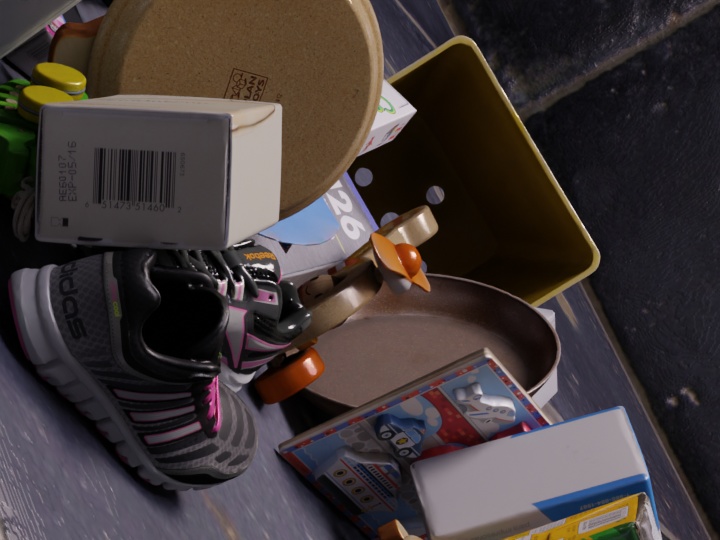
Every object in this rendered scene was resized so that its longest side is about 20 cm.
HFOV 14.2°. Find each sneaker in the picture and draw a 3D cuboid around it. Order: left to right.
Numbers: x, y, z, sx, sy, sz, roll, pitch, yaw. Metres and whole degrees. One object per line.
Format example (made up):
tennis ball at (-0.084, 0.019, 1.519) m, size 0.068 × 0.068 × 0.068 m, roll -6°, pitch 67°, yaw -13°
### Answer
sneaker at (-0.095, 0.050, 1.491) m, size 0.200 × 0.087 × 0.074 m, roll 47°, pitch 31°, yaw -47°
sneaker at (-0.092, 0.007, 1.673) m, size 0.081 × 0.086 × 0.200 m, roll 61°, pitch 11°, yaw 22°

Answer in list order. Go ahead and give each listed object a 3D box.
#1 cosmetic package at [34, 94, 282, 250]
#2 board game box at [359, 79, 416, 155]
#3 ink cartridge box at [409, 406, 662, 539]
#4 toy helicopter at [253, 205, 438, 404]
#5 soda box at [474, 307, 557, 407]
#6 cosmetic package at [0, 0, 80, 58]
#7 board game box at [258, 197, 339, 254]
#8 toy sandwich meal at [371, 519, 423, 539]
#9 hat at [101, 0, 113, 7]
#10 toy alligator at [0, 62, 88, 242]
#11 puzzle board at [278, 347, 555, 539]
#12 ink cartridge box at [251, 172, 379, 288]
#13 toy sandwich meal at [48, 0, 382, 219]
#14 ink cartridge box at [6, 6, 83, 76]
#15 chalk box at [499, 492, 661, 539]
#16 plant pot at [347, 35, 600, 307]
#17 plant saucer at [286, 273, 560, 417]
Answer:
cosmetic package at (-0.104, -0.054, 1.539) m, size 0.200 × 0.103 × 0.074 m, roll -50°, pitch 143°, yaw -83°
board game box at (-0.050, -0.124, 1.941) m, size 0.126 × 0.035 × 0.200 m, roll 44°, pitch 24°, yaw 7°
ink cartridge box at (0.126, 0.204, 1.869) m, size 0.084 × 0.145 × 0.201 m, roll -108°, pitch -178°, yaw -56°
toy helicopter at (0.000, 0.000, 1.877) m, size 0.079 × 0.132 × 0.200 m, roll 58°, pitch 37°, yaw -6°
soda box at (0.070, 0.092, 2.016) m, size 0.200 × 0.063 × 0.068 m, roll -42°, pitch 135°, yaw -53°
cosmetic package at (-0.182, -0.242, 1.629) m, size 0.168 × 0.166 × 0.200 m, roll 54°, pitch 19°, yaw -11°
board game box at (-0.105, -0.076, 1.874) m, size 0.158 × 0.039 × 0.200 m, roll 15°, pitch 34°, yaw -45°
toy sandwich meal at (0.038, 0.245, 1.714) m, size 0.205 × 0.070 × 0.206 m, roll -19°, pitch 90°, yaw -81°
hat at (-0.155, -0.176, 1.942) m, size 0.166 × 0.176 × 0.200 m, roll 44°, pitch 41°, yaw 18°
toy alligator at (-0.185, -0.067, 1.544) m, size 0.054 × 0.060 × 0.200 m, roll 15°, pitch 22°, yaw -2°
puzzle board at (0.056, 0.130, 1.879) m, size 0.200 × 0.150 × 0.017 m, roll 48°, pitch 20°, yaw -51°
ink cartridge box at (-0.064, -0.082, 1.998) m, size 0.200 × 0.047 × 0.198 m, roll -16°, pitch 73°, yaw -52°
toy sandwich meal at (-0.085, -0.114, 1.725) m, size 0.206 × 0.205 × 0.070 m, roll 54°, pitch -6°, yaw -28°
ink cartridge box at (-0.221, -0.200, 1.800) m, size 0.201 × 0.037 × 0.095 m, roll 62°, pitch 10°, yaw 25°
chalk box at (0.141, 0.251, 1.712) m, size 0.124 × 0.123 × 0.201 m, roll -26°, pitch 98°, yaw -82°
plant pot at (0.035, -0.038, 2.191) m, size 0.201 × 0.199 × 0.176 m, roll 59°, pitch -6°, yaw -4°
plant saucer at (0.036, 0.060, 1.965) m, size 0.200 × 0.199 × 0.032 m, roll -103°, pitch -168°, yaw -61°
